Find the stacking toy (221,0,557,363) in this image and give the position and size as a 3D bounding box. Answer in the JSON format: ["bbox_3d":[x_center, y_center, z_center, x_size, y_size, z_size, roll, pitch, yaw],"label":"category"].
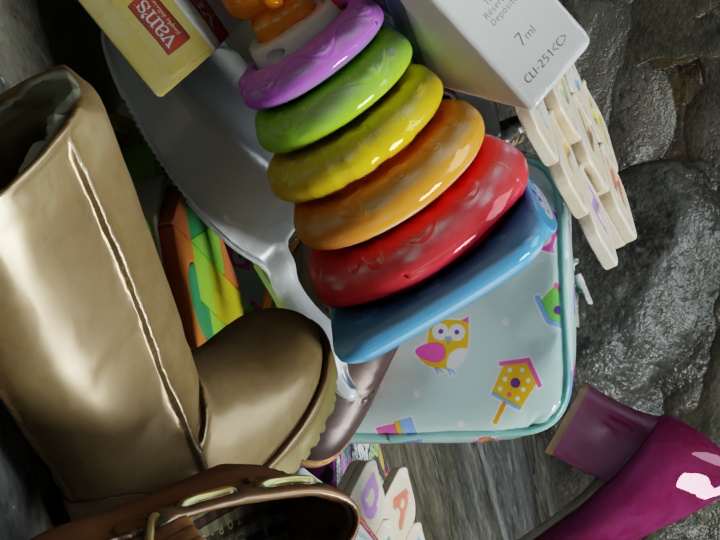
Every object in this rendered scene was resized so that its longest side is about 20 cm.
[{"bbox_3d":[-0.011,-0.073,0.890,0.201,0.109,0.116,56,8,-17],"label":"stacking toy"}]

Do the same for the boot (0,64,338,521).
[{"bbox_3d":[-0.082,0.010,0.806,0.176,0.066,0.201,-61,141,-45],"label":"boot"}]

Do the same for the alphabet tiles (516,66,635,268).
[{"bbox_3d":[0.091,-0.105,1.054,0.200,0.015,0.197,54,19,-42],"label":"alphabet tiles"}]

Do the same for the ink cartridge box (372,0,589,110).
[{"bbox_3d":[-0.011,-0.155,0.909,0.176,0.045,0.200,46,-10,-26],"label":"ink cartridge box"}]

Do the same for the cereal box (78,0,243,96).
[{"bbox_3d":[-0.105,-0.163,0.956,0.144,0.039,0.200,51,14,-10],"label":"cereal box"}]

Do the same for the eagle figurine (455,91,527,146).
[{"bbox_3d":[0.033,-0.046,1.205,0.151,0.200,0.152,46,5,-21],"label":"eagle figurine"}]

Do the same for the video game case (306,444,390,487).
[{"bbox_3d":[-0.006,0.160,1.285,0.201,0.035,0.182,-91,166,-54],"label":"video game case"}]

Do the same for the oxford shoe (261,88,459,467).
[{"bbox_3d":[0.000,0.000,1.020,0.072,0.071,0.202,-166,-89,-74],"label":"oxford shoe"}]

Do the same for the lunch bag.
[{"bbox_3d":[0.021,0.010,1.101,0.077,0.198,0.162,21,67,-80],"label":"lunch bag"}]

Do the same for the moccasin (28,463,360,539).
[{"bbox_3d":[-0.066,0.117,0.716,0.201,0.077,0.074,-15,96,-58],"label":"moccasin"}]

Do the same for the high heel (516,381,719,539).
[{"bbox_3d":[0.113,0.163,1.082,0.201,0.096,0.067,-65,172,18],"label":"high heel"}]

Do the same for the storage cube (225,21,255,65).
[{"bbox_3d":[-0.025,-0.219,1.201,0.180,0.199,0.172,-77,144,-69],"label":"storage cube"}]

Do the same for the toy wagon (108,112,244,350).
[{"bbox_3d":[-0.086,0.017,0.982,0.155,0.039,0.202,53,25,-70],"label":"toy wagon"}]

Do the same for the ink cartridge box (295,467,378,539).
[{"bbox_3d":[0.013,0.199,0.937,0.200,0.083,0.146,52,-1,16],"label":"ink cartridge box"}]

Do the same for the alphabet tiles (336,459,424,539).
[{"bbox_3d":[0.010,0.213,1.184,0.196,0.014,0.201,-59,140,-54],"label":"alphabet tiles"}]

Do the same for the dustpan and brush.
[{"bbox_3d":[-0.050,-0.031,0.983,0.200,0.057,0.139,50,15,10],"label":"dustpan and brush"}]
